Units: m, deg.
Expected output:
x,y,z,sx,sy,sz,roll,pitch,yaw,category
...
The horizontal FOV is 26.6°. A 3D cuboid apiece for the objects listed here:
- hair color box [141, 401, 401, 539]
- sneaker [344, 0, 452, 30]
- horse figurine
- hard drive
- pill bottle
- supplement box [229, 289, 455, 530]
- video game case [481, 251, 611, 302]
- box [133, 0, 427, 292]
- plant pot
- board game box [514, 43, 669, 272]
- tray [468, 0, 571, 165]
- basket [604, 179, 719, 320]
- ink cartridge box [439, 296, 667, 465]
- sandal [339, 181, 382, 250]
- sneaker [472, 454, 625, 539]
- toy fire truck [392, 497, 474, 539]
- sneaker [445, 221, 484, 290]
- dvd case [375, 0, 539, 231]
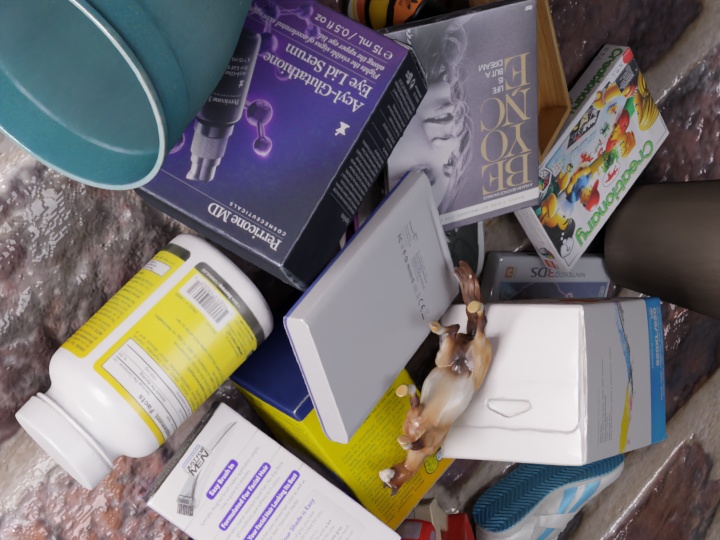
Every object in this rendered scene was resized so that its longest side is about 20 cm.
x,y,z,sx,sy,sz,roll,pitch,yaw,category
-0.078,0.215,1.324,0.200,0.065,0.109,38,79,-8,hair color box
0.070,-0.182,1.338,0.070,0.090,0.200,-56,133,-8,sneaker
0.070,0.097,1.319,0.200,0.050,0.133,-63,160,-14,horse figurine
0.014,0.028,1.269,0.200,0.025,0.132,-51,136,-38,hard drive
-0.174,0.075,1.216,0.200,0.112,0.113,-45,131,-17,pill bottle
-0.014,0.129,1.382,0.110,0.109,0.200,-47,132,-17,supplement box
0.181,0.079,1.594,0.182,0.023,0.200,0,108,-41,video game case
-0.061,-0.107,1.196,0.200,0.148,0.104,-61,166,-5,box
-0.168,-0.193,1.067,0.188,0.200,0.200,-54,135,-31,plant pot
0.228,-0.113,1.533,0.200,0.035,0.126,-52,132,-19,board game box
0.147,-0.208,1.411,0.099,0.037,0.200,-57,139,-43,tray
0.367,-0.025,1.578,0.136,0.200,0.181,-27,120,-45,basket
0.183,0.099,1.431,0.200,0.147,0.145,-2,90,-59,ink cartridge box
0.000,0.004,1.379,0.050,0.083,0.203,-4,120,6,sandal
0.205,0.249,1.659,0.200,0.076,0.081,-27,132,-24,sneaker
0.067,0.275,1.484,0.200,0.049,0.141,65,23,-51,toy fire truck
0.066,-0.047,1.388,0.099,0.071,0.200,-53,142,-45,sneaker
0.087,-0.127,1.311,0.148,0.016,0.200,-16,123,-19,dvd case
